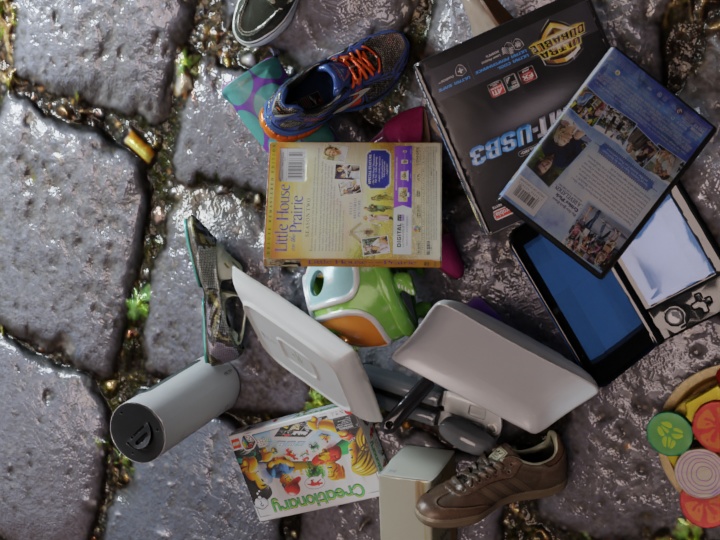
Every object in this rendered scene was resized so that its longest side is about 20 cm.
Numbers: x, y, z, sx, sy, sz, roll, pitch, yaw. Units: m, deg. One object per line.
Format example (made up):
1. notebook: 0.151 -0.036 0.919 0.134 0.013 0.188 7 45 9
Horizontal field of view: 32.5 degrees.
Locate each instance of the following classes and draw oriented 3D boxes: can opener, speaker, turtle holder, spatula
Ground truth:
1. can opener: 0.081 0.167 1.519 0.199 0.066 0.053 19 112 23
2. speaker: -0.234 0.175 1.579 0.081 0.200 0.082 6 106 22
3. turtle holder: -0.001 0.002 1.453 0.131 0.141 0.186 -21 80 10
4. spatula: 0.094 0.122 1.487 0.056 0.021 0.200 42 98 3

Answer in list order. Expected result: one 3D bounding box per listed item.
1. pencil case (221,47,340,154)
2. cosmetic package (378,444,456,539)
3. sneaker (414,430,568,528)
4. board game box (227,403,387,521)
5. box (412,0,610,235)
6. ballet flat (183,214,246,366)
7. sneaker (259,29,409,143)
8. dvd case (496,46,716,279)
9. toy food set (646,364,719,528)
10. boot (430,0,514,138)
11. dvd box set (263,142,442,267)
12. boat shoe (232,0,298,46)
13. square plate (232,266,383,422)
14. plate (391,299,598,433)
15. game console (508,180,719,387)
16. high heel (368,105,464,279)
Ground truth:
1. pencil case: -0.075 -0.162 1.479 0.085 0.092 0.200 -40 85 25
2. cosmetic package: 0.074 0.331 1.541 0.071 0.105 0.201 4 107 21
3. sneaker: 0.152 0.239 1.452 0.070 0.199 0.076 -143 44 -58
4. board game box: -0.066 0.249 1.618 0.199 0.035 0.127 -18 97 27
5. box: 0.183 -0.167 1.313 0.199 0.050 0.199 -23 94 2
6. ballet flat: -0.182 0.023 1.601 0.072 0.072 0.201 -2 103 24
7. sneaker: -0.022 -0.215 1.411 0.200 0.078 0.075 -36 86 -15
8. dvd case: 0.257 -0.111 1.289 0.142 0.018 0.200 37 93 -7
9. toy food set: 0.427 0.202 1.380 0.198 0.049 0.200 -37 88 27
10. boot: 0.134 -0.210 1.390 0.146 0.070 0.200 -40 85 29
11. dvd box set: -0.007 -0.074 1.389 0.199 0.029 0.147 0 68 2
12. boat shoe: -0.098 -0.348 1.457 0.071 0.064 0.200 42 116 8
13. square plate: -0.067 0.098 1.490 0.198 0.200 0.028 32 70 26
14. plate: 0.150 0.105 1.392 0.199 0.032 0.200 29 155 -2
15. game console: 0.291 -0.004 1.347 0.170 0.118 0.201 -31 91 28
16. high heel: 0.085 -0.090 1.447 0.096 0.067 0.200 -34 93 18
